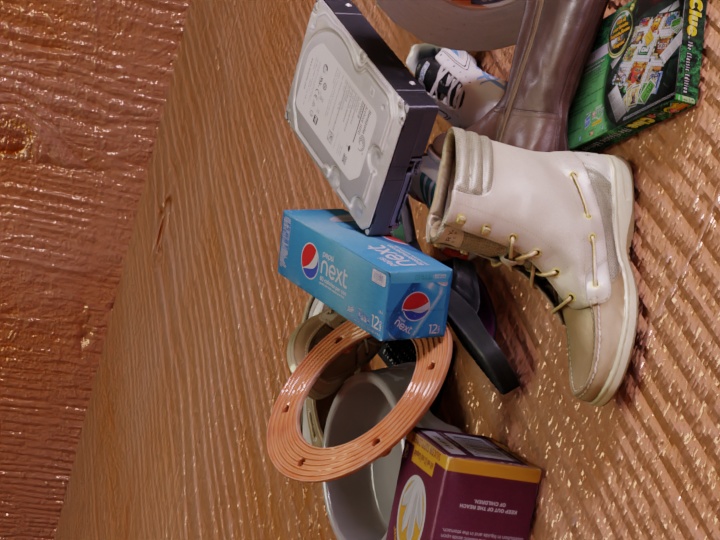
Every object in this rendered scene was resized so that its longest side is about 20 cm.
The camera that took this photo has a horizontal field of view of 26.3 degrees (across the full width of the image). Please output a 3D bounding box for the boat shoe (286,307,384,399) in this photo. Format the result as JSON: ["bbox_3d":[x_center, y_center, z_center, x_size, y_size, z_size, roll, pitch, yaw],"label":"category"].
[{"bbox_3d":[-0.011,0.061,1.530,0.064,0.071,0.200,-31,9,30],"label":"boat shoe"}]

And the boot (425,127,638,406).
[{"bbox_3d":[0.124,-0.004,1.139,0.072,0.154,0.201,135,141,-62],"label":"boot"}]

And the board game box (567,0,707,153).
[{"bbox_3d":[0.205,-0.154,1.190,0.200,0.023,0.105,157,120,-70],"label":"board game box"}]

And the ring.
[{"bbox_3d":[0.000,0.109,1.370,0.200,0.019,0.201,-30,33,21],"label":"ring"}]

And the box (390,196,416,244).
[{"bbox_3d":[0.028,-0.064,1.511,0.144,0.036,0.201,51,-153,-77],"label":"box"}]

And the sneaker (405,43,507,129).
[{"bbox_3d":[0.093,-0.171,1.482,0.200,0.072,0.072,-121,46,-63],"label":"sneaker"}]

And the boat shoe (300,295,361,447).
[{"bbox_3d":[-0.027,0.114,1.723,0.068,0.074,0.201,-172,85,-67],"label":"boat shoe"}]

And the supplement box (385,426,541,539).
[{"bbox_3d":[0.074,0.243,1.282,0.110,0.085,0.201,-155,76,-72],"label":"supplement box"}]

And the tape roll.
[{"bbox_3d":[0.103,-0.279,1.290,0.201,0.199,0.066,118,155,-45],"label":"tape roll"}]

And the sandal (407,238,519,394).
[{"bbox_3d":[0.100,0.035,1.368,0.201,0.048,0.075,56,177,48],"label":"sandal"}]

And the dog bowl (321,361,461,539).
[{"bbox_3d":[0.024,0.185,1.462,0.200,0.058,0.201,-17,71,61],"label":"dog bowl"}]

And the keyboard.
[{"bbox_3d":[0.039,0.091,1.561,0.200,0.039,0.105,-134,56,-70],"label":"keyboard"}]

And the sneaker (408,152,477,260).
[{"bbox_3d":[0.083,-0.058,1.447,0.200,0.070,0.094,180,106,-70],"label":"sneaker"}]

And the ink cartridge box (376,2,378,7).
[{"bbox_3d":[0.090,-0.331,1.573,0.200,0.075,0.166,-130,50,-67],"label":"ink cartridge box"}]

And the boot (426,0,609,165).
[{"bbox_3d":[0.132,-0.172,1.276,0.186,0.064,0.201,24,106,55],"label":"boot"}]

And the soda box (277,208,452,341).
[{"bbox_3d":[0.000,0.000,1.388,0.200,0.068,0.064,32,120,55],"label":"soda box"}]

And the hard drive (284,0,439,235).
[{"bbox_3d":[-0.005,-0.145,1.414,0.200,0.038,0.140,56,139,41],"label":"hard drive"}]
